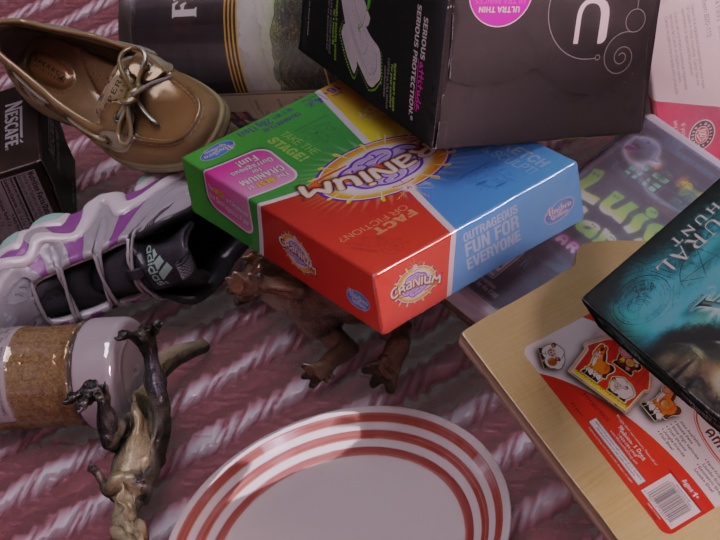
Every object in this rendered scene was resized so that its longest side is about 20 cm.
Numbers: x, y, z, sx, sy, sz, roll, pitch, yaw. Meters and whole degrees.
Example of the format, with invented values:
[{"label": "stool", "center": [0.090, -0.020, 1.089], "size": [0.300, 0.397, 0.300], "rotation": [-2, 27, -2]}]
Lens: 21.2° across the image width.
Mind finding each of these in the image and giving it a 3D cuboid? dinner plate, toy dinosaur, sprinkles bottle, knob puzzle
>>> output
[{"label": "dinner plate", "center": [-0.013, 0.153, 1.052], "size": [0.198, 0.024, 0.201], "rotation": [-12, 37, 9]}, {"label": "toy dinosaur", "center": [-0.131, 0.083, 1.134], "size": [0.047, 0.089, 0.201], "rotation": [-6, 40, 16]}, {"label": "sprinkles bottle", "center": [-0.231, 0.068, 1.211], "size": [0.198, 0.069, 0.069], "rotation": [-4, 40, 19]}, {"label": "knob puzzle", "center": [0.177, 0.065, 1.025], "size": [0.218, 0.031, 0.221], "rotation": [6, 54, -8]}, {"label": "toy dinosaur", "center": [0.000, 0.000, 1.191], "size": [0.198, 0.086, 0.136], "rotation": [1, 35, 16]}]

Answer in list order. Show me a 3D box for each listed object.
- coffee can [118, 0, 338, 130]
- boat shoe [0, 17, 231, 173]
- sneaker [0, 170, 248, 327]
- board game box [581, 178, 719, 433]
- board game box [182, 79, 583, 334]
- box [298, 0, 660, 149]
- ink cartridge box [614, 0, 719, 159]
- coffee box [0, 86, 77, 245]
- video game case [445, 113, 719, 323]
[{"label": "coffee can", "center": [-0.051, -0.173, 1.367], "size": [0.198, 0.147, 0.147], "rotation": [0, 41, 22]}, {"label": "boat shoe", "center": [-0.174, -0.121, 1.296], "size": [0.199, 0.063, 0.074], "rotation": [19, 77, 34]}, {"label": "sneaker", "center": [-0.149, -0.004, 1.236], "size": [0.199, 0.078, 0.140], "rotation": [-35, 26, -19]}, {"label": "board game box", "center": [0.225, -0.012, 0.967], "size": [0.200, 0.028, 0.135], "rotation": [-41, 39, -4]}, {"label": "board game box", "center": [0.010, -0.049, 1.142], "size": [0.152, 0.041, 0.200], "rotation": [-29, 37, -26]}, {"label": "box", "center": [0.069, -0.167, 1.166], "size": [0.147, 0.125, 0.200], "rotation": [-6, 26, -24]}, {"label": "ink cartridge box", "center": [0.252, -0.164, 1.227], "size": [0.199, 0.147, 0.083], "rotation": [-25, 41, -10]}, {"label": "coffee box", "center": [-0.308, -0.050, 1.379], "size": [0.198, 0.080, 0.113], "rotation": [-18, 37, 2]}, {"label": "video game case", "center": [0.177, 0.012, 1.102], "size": [0.181, 0.023, 0.200], "rotation": [-37, 57, -22]}]
